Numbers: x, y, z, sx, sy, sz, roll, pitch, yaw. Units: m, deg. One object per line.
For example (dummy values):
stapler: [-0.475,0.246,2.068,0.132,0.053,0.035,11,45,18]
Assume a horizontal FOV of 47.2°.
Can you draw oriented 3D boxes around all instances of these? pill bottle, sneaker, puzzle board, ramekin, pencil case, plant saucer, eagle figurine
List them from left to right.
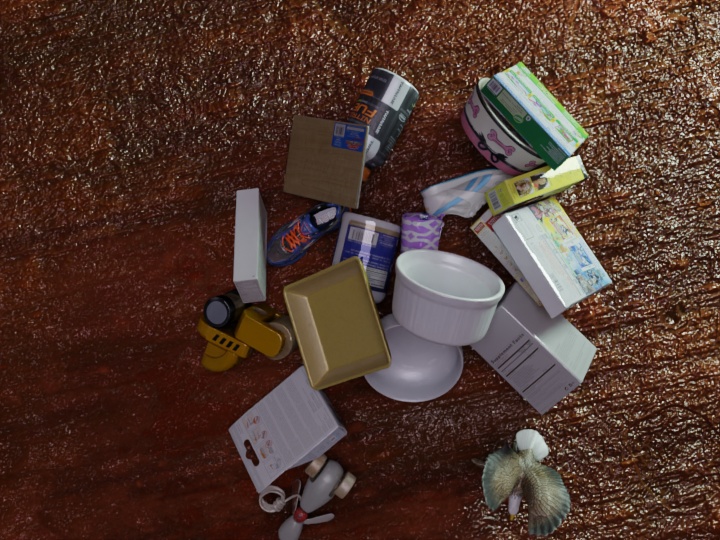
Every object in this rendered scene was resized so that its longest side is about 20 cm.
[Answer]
sneaker: [-0.108,-0.081,1.611,0.199,0.078,0.076,-39,86,1]
puzzle board: [-0.066,-0.211,1.582,0.197,0.017,0.155,16,100,39]
plant saucer: [-0.035,0.097,1.508,0.197,0.048,0.205,-22,83,37]
pill bottle: [0.000,0.000,1.580,0.117,0.120,0.205,14,92,4]
pill bottle: [0.025,-0.277,1.596,0.105,0.106,0.203,28,90,4]
pencil case: [0.116,-0.014,1.578,0.083,0.084,0.205,2,103,-6]
ramekin: [0.148,0.048,1.456,0.196,0.201,0.100,15,114,3]
sneaker: [0.219,-0.149,1.602,0.195,0.077,0.083,-18,95,9]
eagle figurine: [0.293,0.390,1.511,0.148,0.200,0.154,-20,86,3]

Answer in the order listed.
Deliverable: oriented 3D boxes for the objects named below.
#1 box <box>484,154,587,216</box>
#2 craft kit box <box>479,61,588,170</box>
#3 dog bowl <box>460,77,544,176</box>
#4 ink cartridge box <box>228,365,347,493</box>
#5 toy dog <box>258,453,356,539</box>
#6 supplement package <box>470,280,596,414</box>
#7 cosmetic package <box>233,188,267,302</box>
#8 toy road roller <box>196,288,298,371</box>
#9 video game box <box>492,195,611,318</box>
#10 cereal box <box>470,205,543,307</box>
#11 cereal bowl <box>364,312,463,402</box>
box: [0.330,-0.159,1.545,0.197,0.075,0.051,-21,85,-29]
craft kit box: [0.329,-0.293,1.538,0.201,0.197,0.049,48,125,4]
dog bowl: [0.271,-0.262,1.546,0.201,0.200,0.074,48,122,3]
ink cartridge box: [-0.141,0.306,1.578,0.199,0.047,0.161,-40,53,4]
toy dog: [-0.089,0.431,1.601,0.198,0.096,0.133,-33,89,17]
supplement package: [0.318,0.139,1.538,0.200,0.121,0.120,44,130,4]
cosmetic package: [-0.210,-0.049,1.571,0.049,0.083,0.204,-4,59,2]
toy road roller: [-0.223,0.136,1.593,0.196,0.123,0.149,25,102,9]
video game box: [0.354,-0.030,1.520,0.047,0.180,0.202,-44,72,45]
cereal box: [0.312,-0.046,1.561,0.201,0.144,0.040,49,135,2]
cereal bowl: [0.098,0.150,1.564,0.194,0.084,0.204,2,127,2]
